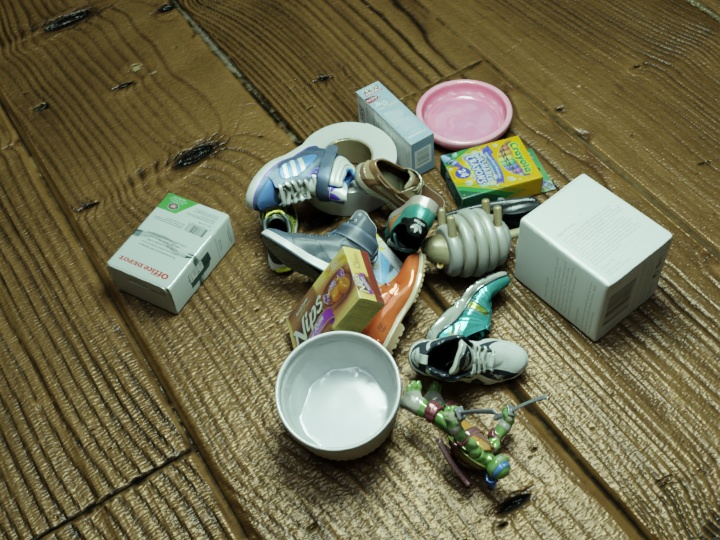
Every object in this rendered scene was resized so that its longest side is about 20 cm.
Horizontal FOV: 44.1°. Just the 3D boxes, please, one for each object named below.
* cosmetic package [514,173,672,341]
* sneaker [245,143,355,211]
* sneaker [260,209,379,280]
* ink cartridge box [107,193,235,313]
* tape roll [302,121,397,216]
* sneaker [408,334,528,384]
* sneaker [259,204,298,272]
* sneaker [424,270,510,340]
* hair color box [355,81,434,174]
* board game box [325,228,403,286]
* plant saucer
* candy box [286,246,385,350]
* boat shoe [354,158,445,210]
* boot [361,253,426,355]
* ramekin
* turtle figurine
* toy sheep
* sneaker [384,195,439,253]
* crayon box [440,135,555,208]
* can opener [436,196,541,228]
[{"bbox_3d":[0.396,-0.024,1.542,0.165,0.165,0.200,-34,58,-21],"label":"cosmetic package"},{"bbox_3d":[-0.098,-0.156,1.655,0.146,0.081,0.200,30,54,29],"label":"sneaker"},{"bbox_3d":[-0.064,-0.059,1.603,0.202,0.077,0.146,28,68,5],"label":"sneaker"},{"bbox_3d":[-0.352,-0.034,1.668,0.146,0.083,0.200,22,56,20],"label":"ink cartridge box"},{"bbox_3d":[-0.024,-0.206,1.784,0.202,0.071,0.203,-3,51,4],"label":"tape roll"},{"bbox_3d":[0.180,0.145,1.431,0.199,0.130,0.080,9,88,-1],"label":"sneaker"},{"bbox_3d":[-0.154,-0.093,1.697,0.074,0.085,0.200,-12,52,-6],"label":"sneaker"},{"bbox_3d":[0.197,0.081,1.549,0.080,0.078,0.200,41,70,12],"label":"sneaker"},{"bbox_3d":[0.071,-0.290,1.824,0.061,0.099,0.200,-30,55,-17],"label":"hair color box"},{"bbox_3d":[0.000,0.000,1.641,0.135,0.034,0.200,-29,55,-17],"label":"board game box"},{"bbox_3d":[0.217,-0.319,1.866,0.200,0.051,0.201,-3,52,3],"label":"plant saucer"},{"bbox_3d":[-0.046,0.070,1.492,0.056,0.200,0.117,14,42,-34],"label":"candy box"},{"bbox_3d":[0.085,-0.154,1.680,0.200,0.072,0.076,20,63,-28],"label":"boat shoe"},{"bbox_3d":[0.044,0.044,1.539,0.107,0.075,0.200,26,72,3],"label":"boot"},{"bbox_3d":[-0.031,0.208,1.419,0.200,0.105,0.200,-3,60,5],"label":"ramekin"},{"bbox_3d":[0.172,0.216,1.375,0.144,0.200,0.194,-28,44,-35],"label":"turtle figurine"},{"bbox_3d":[0.205,-0.054,1.606,0.200,0.138,0.138,-11,51,-11],"label":"toy sheep"},{"bbox_3d":[0.077,-0.065,1.594,0.071,0.200,0.080,29,68,-3],"label":"sneaker"},{"bbox_3d":[0.272,-0.194,1.761,0.200,0.052,0.126,-15,52,-8],"label":"crayon box"},{"bbox_3d":[0.243,-0.108,1.690,0.200,0.079,0.063,-8,59,11],"label":"can opener"}]
